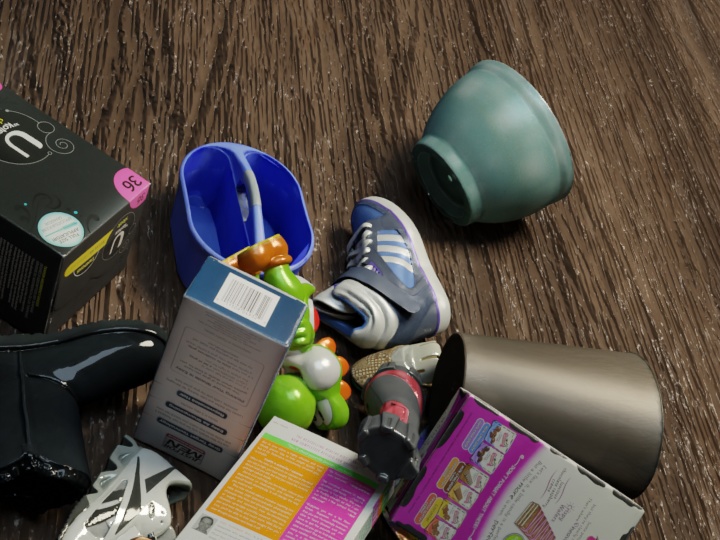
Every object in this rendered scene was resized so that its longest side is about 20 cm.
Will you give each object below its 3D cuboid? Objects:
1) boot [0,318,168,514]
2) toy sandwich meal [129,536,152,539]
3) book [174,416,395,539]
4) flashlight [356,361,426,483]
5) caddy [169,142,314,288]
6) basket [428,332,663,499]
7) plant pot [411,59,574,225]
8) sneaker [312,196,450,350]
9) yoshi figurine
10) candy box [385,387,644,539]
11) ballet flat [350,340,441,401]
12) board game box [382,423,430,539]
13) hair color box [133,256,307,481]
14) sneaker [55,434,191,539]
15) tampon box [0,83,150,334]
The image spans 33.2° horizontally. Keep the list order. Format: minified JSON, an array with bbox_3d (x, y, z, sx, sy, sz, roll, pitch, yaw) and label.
[{"bbox_3d":[-0.253,0.130,1.066,0.198,0.077,0.169,-3,45,-21],"label":"boot"},{"bbox_3d":[-0.186,0.296,0.890,0.204,0.070,0.208,21,56,-35],"label":"toy sandwich meal"},{"bbox_3d":[-0.066,0.221,1.055,0.132,0.049,0.200,18,34,18],"label":"book"},{"bbox_3d":[0.027,0.140,1.150,0.067,0.069,0.200,-10,7,8],"label":"flashlight"},{"bbox_3d":[-0.128,-0.054,1.305,0.140,0.106,0.201,4,46,-23],"label":"caddy"},{"bbox_3d":[0.178,0.137,1.213,0.197,0.137,0.181,12,23,-12],"label":"basket"},{"bbox_3d":[0.148,-0.140,1.500,0.133,0.201,0.201,-33,64,-16],"label":"plant pot"},{"bbox_3d":[0.000,0.000,1.337,0.145,0.081,0.201,-6,54,-36],"label":"sneaker"},{"bbox_3d":[-0.083,0.077,1.176,0.202,0.111,0.112,63,4,-5],"label":"yoshi figurine"},{"bbox_3d":[0.141,0.220,1.118,0.199,0.137,0.061,34,0,-5],"label":"candy box"},{"bbox_3d":[0.088,0.104,1.287,0.198,0.066,0.071,7,41,-22],"label":"ballet flat"},{"bbox_3d":[0.113,0.217,1.202,0.157,0.039,0.200,37,42,11],"label":"board game box"},{"bbox_3d":[-0.128,0.092,1.080,0.099,0.201,0.061,26,40,0],"label":"hair color box"},{"bbox_3d":[-0.200,0.225,1.001,0.088,0.075,0.201,25,41,2],"label":"sneaker"},{"bbox_3d":[-0.336,-0.060,1.184,0.199,0.127,0.150,32,41,6],"label":"tampon box"}]
